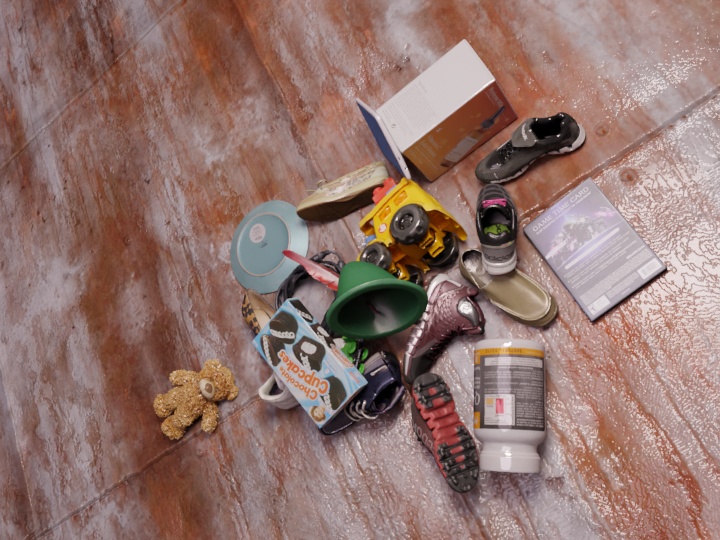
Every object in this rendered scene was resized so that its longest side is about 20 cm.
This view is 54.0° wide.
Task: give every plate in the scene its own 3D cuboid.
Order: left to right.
[{"bbox_3d":[-0.197,-0.052,1.471,0.198,0.026,0.202,-7,75,27],"label":"plate"}]

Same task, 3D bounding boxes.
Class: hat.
[{"bbox_3d":[0.000,0.000,1.197,0.166,0.198,0.177,-53,40,40],"label":"hat"}]

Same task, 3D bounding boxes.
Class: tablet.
[{"bbox_3d":[0.040,-0.243,1.285,0.014,0.131,0.200,-29,24,2],"label":"tablet"}]

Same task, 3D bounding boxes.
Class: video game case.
[{"bbox_3d":[0.380,-0.037,1.162,0.143,0.019,0.201,-38,62,14],"label":"video game case"}]

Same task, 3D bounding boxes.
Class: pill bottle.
[{"bbox_3d":[0.236,0.214,1.118,0.115,0.116,0.202,-4,75,27],"label":"pill bottle"}]

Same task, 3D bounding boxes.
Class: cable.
[{"bbox_3d":[-0.093,0.063,1.365,0.199,0.051,0.165,-29,70,34],"label":"cable"}]

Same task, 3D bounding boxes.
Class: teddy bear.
[{"bbox_3d":[-0.346,0.265,1.444,0.198,0.067,0.146,-17,72,24],"label":"teddy bear"}]

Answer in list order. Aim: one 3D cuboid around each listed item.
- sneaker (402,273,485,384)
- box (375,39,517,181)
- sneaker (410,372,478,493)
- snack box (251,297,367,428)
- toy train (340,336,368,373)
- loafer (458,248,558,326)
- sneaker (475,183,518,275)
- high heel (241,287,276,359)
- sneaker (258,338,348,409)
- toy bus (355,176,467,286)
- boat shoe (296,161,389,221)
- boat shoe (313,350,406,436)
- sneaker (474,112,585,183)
[{"bbox_3d":[0.150,0.114,1.216,0.115,0.076,0.202,18,89,23],"label":"sneaker"},{"bbox_3d":[0.157,-0.281,1.267,0.199,0.152,0.107,-36,62,16],"label":"box"},{"bbox_3d":[0.136,0.275,1.168,0.070,0.098,0.202,-12,59,-17],"label":"sneaker"},{"bbox_3d":[-0.092,0.160,1.236,0.200,0.037,0.116,48,115,14],"label":"snack box"},{"bbox_3d":[-0.003,0.105,1.289,0.056,0.042,0.201,-23,43,46],"label":"toy train"},{"bbox_3d":[0.239,0.027,1.192,0.199,0.067,0.076,33,93,31],"label":"loafer"},{"bbox_3d":[0.229,-0.090,1.183,0.073,0.088,0.201,-2,46,10],"label":"sneaker"},{"bbox_3d":[-0.161,0.096,1.332,0.199,0.071,0.144,-11,98,53],"label":"high heel"},{"bbox_3d":[-0.102,0.194,1.313,0.199,0.099,0.075,-37,61,13],"label":"sneaker"},{"bbox_3d":[0.062,-0.071,1.286,0.200,0.135,0.193,-44,48,14],"label":"toy bus"},{"bbox_3d":[-0.035,-0.153,1.389,0.198,0.073,0.063,-17,63,12],"label":"boat shoe"},{"bbox_3d":[-0.004,0.235,1.245,0.200,0.075,0.093,-48,24,9],"label":"boat shoe"},{"bbox_3d":[0.282,-0.218,1.218,0.199,0.090,0.067,-23,61,21],"label":"sneaker"}]
